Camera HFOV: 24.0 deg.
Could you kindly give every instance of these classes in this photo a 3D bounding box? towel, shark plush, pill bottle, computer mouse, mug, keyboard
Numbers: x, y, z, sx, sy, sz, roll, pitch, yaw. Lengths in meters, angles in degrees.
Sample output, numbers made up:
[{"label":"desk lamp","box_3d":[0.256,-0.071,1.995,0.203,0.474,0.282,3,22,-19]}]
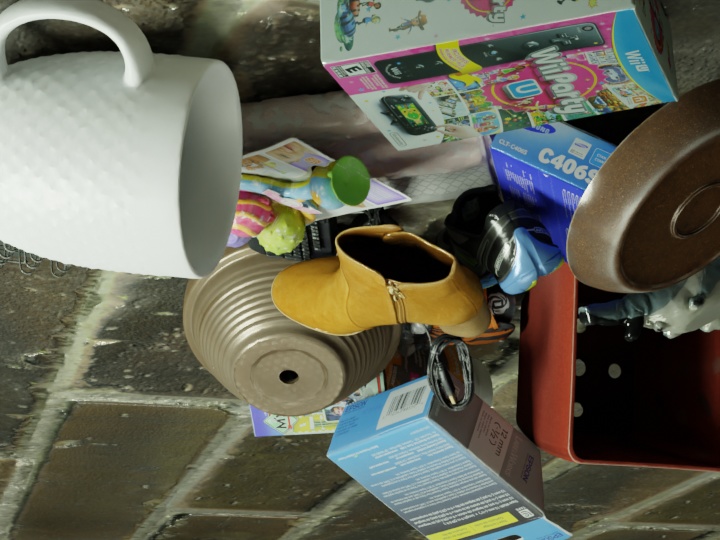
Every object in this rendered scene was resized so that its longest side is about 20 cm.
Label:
[{"label":"towel","box_3d":[0.003,-0.090,1.297,0.199,0.032,0.191,-6,160,11]},{"label":"shark plush","box_3d":[0.257,0.019,1.439,0.199,0.083,0.091,-26,152,-25]},{"label":"pill bottle","box_3d":[0.040,0.115,1.758,0.116,0.117,0.200,-18,155,40]},{"label":"computer mouse","box_3d":[0.047,0.037,1.468,0.058,0.201,0.034,-32,-165,-5]},{"label":"mug","box_3d":[-0.185,-0.095,1.132,0.174,0.148,0.201,6,132,11]},{"label":"keyboard","box_3d":[-0.034,-0.044,1.344,0.126,0.021,0.200,1,161,2]}]

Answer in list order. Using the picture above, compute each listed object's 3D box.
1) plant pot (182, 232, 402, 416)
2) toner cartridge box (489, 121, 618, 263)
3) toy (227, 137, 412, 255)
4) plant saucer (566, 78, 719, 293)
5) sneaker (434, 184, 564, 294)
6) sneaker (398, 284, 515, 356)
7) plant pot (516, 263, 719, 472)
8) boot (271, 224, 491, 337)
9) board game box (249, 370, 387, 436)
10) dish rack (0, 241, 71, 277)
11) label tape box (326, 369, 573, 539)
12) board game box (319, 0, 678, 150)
[{"label":"plant pot","box_3d":[-0.061,0.063,1.509,0.200,0.093,0.202,0,131,0]},{"label":"toner cartridge box","box_3d":[0.160,-0.057,1.323,0.095,0.043,0.200,25,168,17]},{"label":"toy","box_3d":[-0.070,-0.043,1.261,0.115,0.047,0.200,24,155,-35]},{"label":"plant saucer","box_3d":[0.241,-0.053,1.248,0.200,0.035,0.201,-26,145,-20]},{"label":"sneaker","box_3d":[0.103,-0.030,1.345,0.071,0.083,0.200,-30,-173,-10]},{"label":"sneaker","box_3d":[0.092,0.024,1.587,0.111,0.078,0.200,-8,167,-6]},{"label":"plant pot","box_3d":[0.247,0.086,1.605,0.199,0.201,0.176,6,172,-21]},{"label":"boot","box_3d":[0.000,0.001,1.322,0.200,0.071,0.144,8,161,23]},{"label":"board game box","box_3d":[-0.047,0.071,1.596,0.134,0.029,0.201,-4,127,5]},{"label":"dish rack","box_3d":[-0.292,-0.033,1.403,0.153,0.055,0.200,9,159,-25]},{"label":"label tape box","box_3d":[0.089,0.189,1.593,0.200,0.066,0.143,40,139,-24]},{"label":"board game box","box_3d":[0.091,-0.147,1.092,0.199,0.065,0.148,-9,160,19]}]
